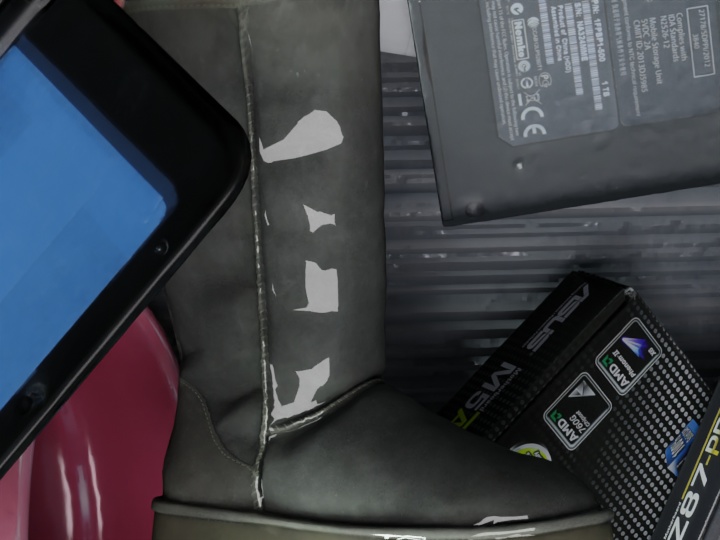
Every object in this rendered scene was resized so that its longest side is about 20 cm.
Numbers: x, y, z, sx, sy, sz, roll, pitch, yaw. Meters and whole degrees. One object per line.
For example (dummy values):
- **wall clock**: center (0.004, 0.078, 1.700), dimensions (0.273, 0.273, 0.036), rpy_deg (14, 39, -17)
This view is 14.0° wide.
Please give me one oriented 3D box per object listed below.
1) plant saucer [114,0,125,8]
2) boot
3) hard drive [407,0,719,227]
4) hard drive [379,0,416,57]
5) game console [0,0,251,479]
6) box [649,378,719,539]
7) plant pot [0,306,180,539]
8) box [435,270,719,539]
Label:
- **plant saucer**: center (-0.154, -0.194, 0.960), dimensions (0.199, 0.037, 0.200), rpy_deg (12, 117, -10)
- **boot**: center (0.000, 0.000, 1.001), dimensions (0.181, 0.073, 0.201), rpy_deg (2, 87, 16)
- **hard drive**: center (0.116, -0.095, 1.004), dimensions (0.199, 0.033, 0.140), rpy_deg (-9, 118, 1)
- **hard drive**: center (0.107, -0.125, 1.021), dimensions (0.199, 0.027, 0.132), rpy_deg (9, 117, -8)
- **game console**: center (-0.165, -0.026, 0.888), dimensions (0.176, 0.116, 0.200), rpy_deg (39, 95, -21)
- **box**: center (0.202, 0.084, 1.083), dimensions (0.161, 0.049, 0.200), rpy_deg (23, 89, -15)
- **plant pot**: center (-0.167, 0.106, 1.044), dimensions (0.178, 0.200, 0.200), rpy_deg (-2, 119, 14)
- **box**: center (0.079, 0.135, 1.100), dimensions (0.193, 0.047, 0.200), rpy_deg (-46, 118, -14)
